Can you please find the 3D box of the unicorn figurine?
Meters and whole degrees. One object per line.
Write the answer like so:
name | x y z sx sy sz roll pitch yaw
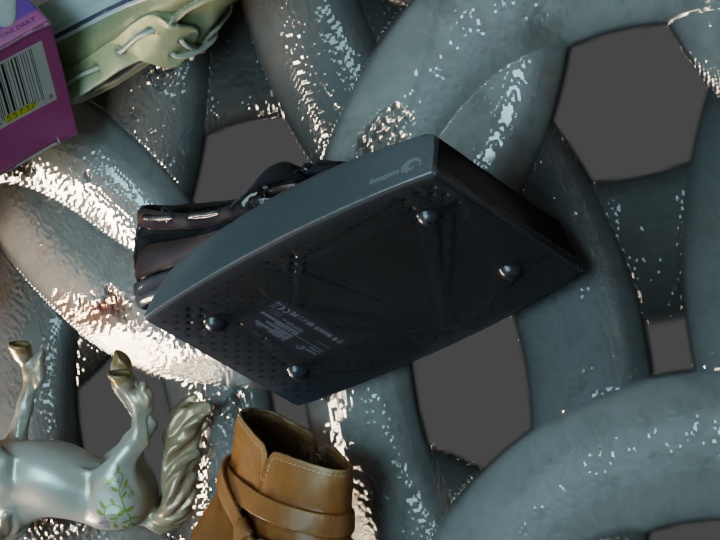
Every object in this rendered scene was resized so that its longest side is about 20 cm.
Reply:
unicorn figurine | -0.183 0.111 1.590 0.199 0.074 0.138 12 112 30

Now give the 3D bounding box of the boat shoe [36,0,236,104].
boat shoe | -0.107 -0.145 1.529 0.200 0.072 0.062 -17 97 47

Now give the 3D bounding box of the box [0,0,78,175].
box | -0.291 -0.126 1.567 0.200 0.176 0.097 47 159 33

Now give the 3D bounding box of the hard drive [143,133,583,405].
hard drive | 0.000 0.000 1.417 0.200 0.135 0.042 -26 49 34

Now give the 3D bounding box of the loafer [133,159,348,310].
loafer | -0.054 -0.031 1.490 0.200 0.072 0.063 -21 77 39

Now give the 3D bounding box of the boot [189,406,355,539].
boot | -0.021 0.176 1.474 0.200 0.074 0.155 28 111 34
